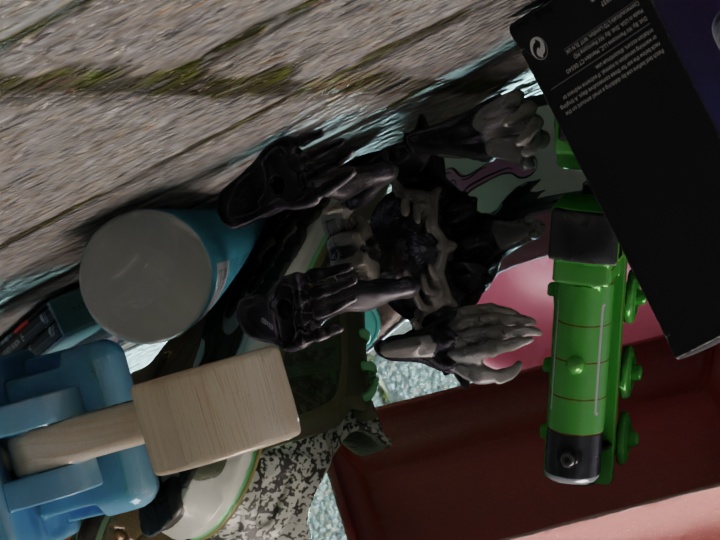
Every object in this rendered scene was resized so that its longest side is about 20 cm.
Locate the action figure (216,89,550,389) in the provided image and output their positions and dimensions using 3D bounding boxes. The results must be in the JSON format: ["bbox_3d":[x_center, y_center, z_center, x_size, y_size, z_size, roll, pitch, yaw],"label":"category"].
[{"bbox_3d":[0.029,-0.009,1.205,0.102,0.119,0.200,-6,179,30],"label":"action figure"}]

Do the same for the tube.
[{"bbox_3d":[-0.073,0.001,1.215,0.077,0.050,0.200,-36,178,3],"label":"tube"}]

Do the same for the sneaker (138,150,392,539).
[{"bbox_3d":[-0.022,0.043,1.285,0.077,0.089,0.200,-15,-134,60],"label":"sneaker"}]

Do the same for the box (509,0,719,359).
[{"bbox_3d":[0.174,-0.069,1.140,0.200,0.141,0.079,-23,176,-40],"label":"box"}]

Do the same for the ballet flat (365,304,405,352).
[{"bbox_3d":[0.000,0.000,1.532,0.200,0.073,0.073,-31,177,-5],"label":"ballet flat"}]

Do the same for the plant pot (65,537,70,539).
[{"bbox_3d":[-0.210,0.158,1.557,0.200,0.200,0.183,-23,160,-33],"label":"plant pot"}]

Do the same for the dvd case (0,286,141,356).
[{"bbox_3d":[-0.108,0.019,1.413,0.146,0.022,0.200,-24,177,-26],"label":"dvd case"}]

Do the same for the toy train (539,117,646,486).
[{"bbox_3d":[0.093,-0.005,1.202,0.042,0.201,0.056,5,-166,13],"label":"toy train"}]

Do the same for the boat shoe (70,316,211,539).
[{"bbox_3d":[-0.079,0.077,1.341,0.067,0.072,0.200,-5,-144,34],"label":"boat shoe"}]

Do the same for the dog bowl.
[{"bbox_3d":[0.122,-0.007,1.422,0.199,0.074,0.200,1,153,0],"label":"dog bowl"}]

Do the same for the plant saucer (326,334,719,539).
[{"bbox_3d":[0.088,0.089,1.309,0.199,0.037,0.200,-13,-164,-3],"label":"plant saucer"}]

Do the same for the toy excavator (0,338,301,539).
[{"bbox_3d":[-0.112,0.065,1.194,0.199,0.100,0.194,-17,179,8],"label":"toy excavator"}]
